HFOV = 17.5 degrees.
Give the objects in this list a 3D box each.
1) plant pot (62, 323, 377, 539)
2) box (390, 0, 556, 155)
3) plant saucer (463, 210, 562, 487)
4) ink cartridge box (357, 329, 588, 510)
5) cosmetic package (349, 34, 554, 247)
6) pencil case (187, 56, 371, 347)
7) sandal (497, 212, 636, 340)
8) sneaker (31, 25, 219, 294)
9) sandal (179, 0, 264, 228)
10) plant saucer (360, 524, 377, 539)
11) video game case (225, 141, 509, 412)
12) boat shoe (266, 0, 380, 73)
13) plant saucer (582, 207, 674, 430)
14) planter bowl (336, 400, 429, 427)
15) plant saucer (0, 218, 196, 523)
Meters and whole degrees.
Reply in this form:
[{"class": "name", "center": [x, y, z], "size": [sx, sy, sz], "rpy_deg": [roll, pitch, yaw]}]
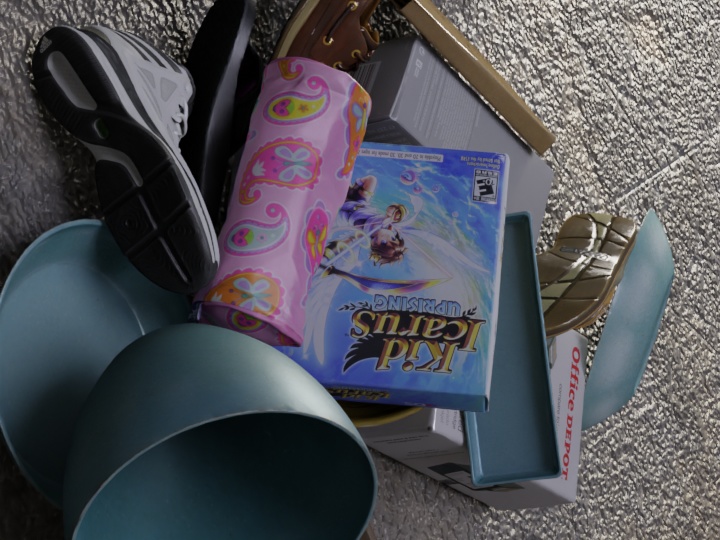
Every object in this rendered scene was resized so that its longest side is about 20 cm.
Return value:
[{"class": "plant pot", "center": [-0.104, 0.113, 1.490], "size": [0.200, 0.200, 0.135], "rpy_deg": [33, 23, -44]}, {"class": "box", "center": [0.063, -0.188, 1.837], "size": [0.200, 0.021, 0.164], "rpy_deg": [42, 9, -40]}, {"class": "plant saucer", "center": [0.108, 0.059, 1.765], "size": [0.019, 0.069, 0.202], "rpy_deg": [22, 61, -79]}, {"class": "ink cartridge box", "center": [0.092, 0.092, 1.853], "size": [0.200, 0.084, 0.147], "rpy_deg": [29, 60, -45]}, {"class": "cosmetic package", "center": [0.052, -0.089, 1.823], "size": [0.200, 0.106, 0.091], "rpy_deg": [43, 53, -36]}, {"class": "pencil case", "center": [-0.055, -0.044, 1.605], "size": [0.087, 0.087, 0.201], "rpy_deg": [32, 68, -44]}, {"class": "sandal", "center": [0.167, 0.013, 1.856], "size": [0.200, 0.080, 0.054], "rpy_deg": [-44, 143, -54]}, {"class": "sneaker", "center": [-0.130, -0.084, 1.584], "size": [0.115, 0.076, 0.201], "rpy_deg": [-18, 76, -55]}, {"class": "sandal", "center": [-0.100, -0.103, 1.657], "size": [0.048, 0.075, 0.202], "rpy_deg": [18, 78, -32]}, {"class": "plant saucer", "center": [-0.048, 0.247, 1.694], "size": [0.199, 0.029, 0.202], "rpy_deg": [11, 75, -50]}, {"class": "video game case", "center": [0.000, 0.000, 1.654], "size": [0.045, 0.198, 0.183], "rpy_deg": [81, 14, -72]}, {"class": "boat shoe", "center": [-0.020, -0.173, 1.708], "size": [0.201, 0.067, 0.072], "rpy_deg": [-64, 179, 9]}, {"class": "plant saucer", "center": [0.232, 0.048, 1.986], "size": [0.201, 0.038, 0.203], "rpy_deg": [18, 90, -80]}, {"class": "planter bowl", "center": [-0.004, 0.029, 1.712], "size": [0.084, 0.199, 0.202], "rpy_deg": [83, 14, -70]}, {"class": "plant saucer", "center": [-0.182, 0.068, 1.552], "size": [0.199, 0.036, 0.202], "rpy_deg": [13, 74, -49]}]
